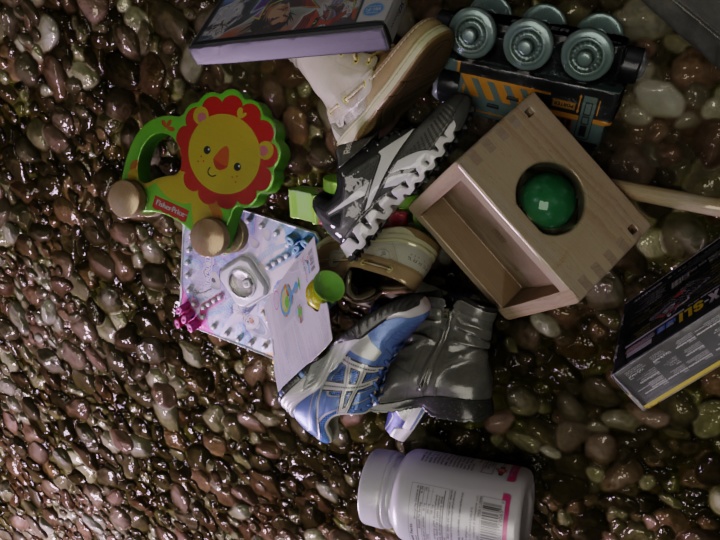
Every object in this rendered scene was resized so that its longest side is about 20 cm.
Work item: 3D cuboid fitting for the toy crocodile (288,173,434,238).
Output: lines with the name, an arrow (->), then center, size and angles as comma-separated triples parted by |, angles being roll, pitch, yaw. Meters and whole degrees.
toy crocodile -> 0.006, -0.064, 0.792 | 0.199, 0.062, 0.068 | 13, 116, 20

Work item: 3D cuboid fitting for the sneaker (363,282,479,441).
sneaker -> 0.056, 0.090, 0.833 | 0.115, 0.080, 0.200 | 28, 117, 19

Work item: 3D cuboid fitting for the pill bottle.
pill bottle -> 0.105, 0.283, 0.863 | 0.199, 0.113, 0.114 | 5, 113, 23

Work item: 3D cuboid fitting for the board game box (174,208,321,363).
board game box -> -0.157, 0.018, 0.923 | 0.199, 0.026, 0.201 | 18, 118, 17

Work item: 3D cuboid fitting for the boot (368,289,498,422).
boot -> 0.055, 0.086, 0.760 | 0.199, 0.068, 0.132 | -1, 91, 29

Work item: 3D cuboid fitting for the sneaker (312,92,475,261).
sneaker -> 0.023, -0.106, 0.687 | 0.090, 0.066, 0.200 | 42, 112, -1

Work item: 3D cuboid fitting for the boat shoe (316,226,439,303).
boat shoe -> 0.000, 0.000, 0.782 | 0.074, 0.067, 0.200 | 34, 154, -27

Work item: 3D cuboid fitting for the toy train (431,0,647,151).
toy train -> 0.159, -0.186, 0.663 | 0.199, 0.085, 0.115 | 17, 127, 18

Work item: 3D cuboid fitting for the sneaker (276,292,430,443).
sneaker -> 0.004, 0.098, 0.724 | 0.200, 0.076, 0.077 | -44, 78, 23

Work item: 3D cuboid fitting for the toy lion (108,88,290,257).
toy lion -> -0.187, -0.127, 0.844 | 0.199, 0.069, 0.193 | 23, 103, 16

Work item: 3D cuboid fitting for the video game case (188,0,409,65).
video game case -> -0.043, -0.267, 0.668 | 0.199, 0.181, 0.026 | 3, 144, 24

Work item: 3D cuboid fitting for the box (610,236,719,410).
box -> 0.322, 0.021, 0.625 | 0.049, 0.160, 0.200 | 46, 121, 0

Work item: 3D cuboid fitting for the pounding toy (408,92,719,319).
pounding toy -> 0.177, -0.057, 0.648 | 0.184, 0.142, 0.200 | 48, 165, -1

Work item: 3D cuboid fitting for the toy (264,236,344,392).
toy -> -0.060, 0.056, 0.808 | 0.200, 0.047, 0.116 | 128, 134, -58

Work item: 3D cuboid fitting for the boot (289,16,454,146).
boot -> -0.004, -0.220, 0.691 | 0.155, 0.072, 0.200 | 59, 149, 5

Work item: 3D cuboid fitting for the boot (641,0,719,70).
boot -> 0.310, -0.178, 0.594 | 0.200, 0.072, 0.182 | 42, 148, 14
